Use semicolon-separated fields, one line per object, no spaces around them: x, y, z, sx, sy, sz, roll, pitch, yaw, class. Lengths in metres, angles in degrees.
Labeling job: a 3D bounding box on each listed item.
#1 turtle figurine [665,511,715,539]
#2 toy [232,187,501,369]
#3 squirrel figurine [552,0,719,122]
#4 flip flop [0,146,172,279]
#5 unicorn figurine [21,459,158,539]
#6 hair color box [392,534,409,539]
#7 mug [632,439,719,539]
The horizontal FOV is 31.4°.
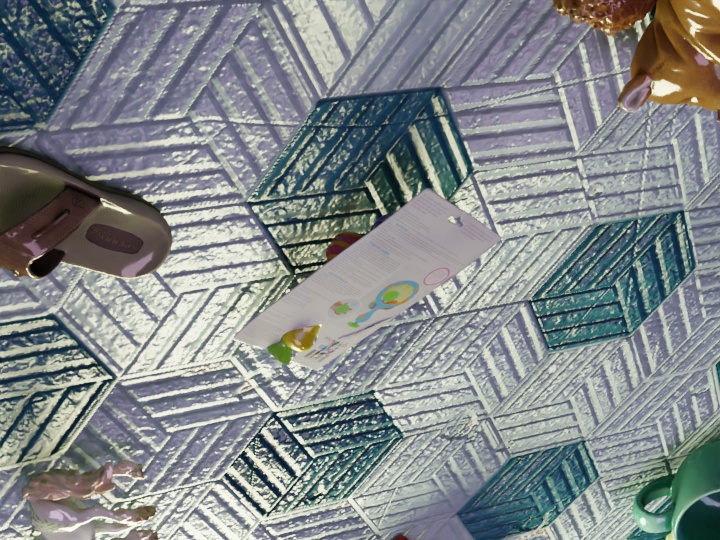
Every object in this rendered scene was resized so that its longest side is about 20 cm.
0.479;0.383;1.680;0.192;0.204;0.143;4;167;-41;turtle figurine
0.000;0.000;1.010;0.199;0.048;0.115;-39;145;19;toy
0.224;-0.193;0.876;0.198;0.143;0.187;27;156;-6;squirrel figurine
-0.205;-0.024;0.842;0.198;0.058;0.081;18;124;-44;flip flop
-0.245;0.230;1.110;0.135;0.074;0.202;-11;126;-7;unicorn figurine
0.053;0.386;1.474;0.110;0.064;0.200;-34;144;6;hair color box
0.436;0.270;1.533;0.183;0.115;0.153;29;123;-8;mug
